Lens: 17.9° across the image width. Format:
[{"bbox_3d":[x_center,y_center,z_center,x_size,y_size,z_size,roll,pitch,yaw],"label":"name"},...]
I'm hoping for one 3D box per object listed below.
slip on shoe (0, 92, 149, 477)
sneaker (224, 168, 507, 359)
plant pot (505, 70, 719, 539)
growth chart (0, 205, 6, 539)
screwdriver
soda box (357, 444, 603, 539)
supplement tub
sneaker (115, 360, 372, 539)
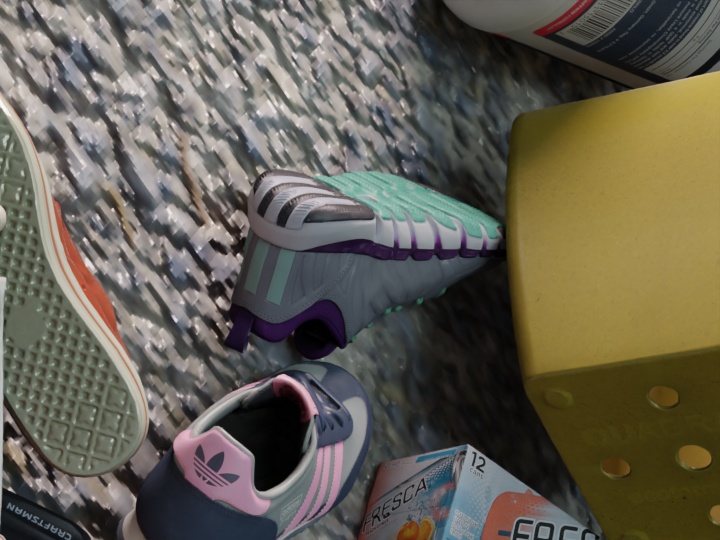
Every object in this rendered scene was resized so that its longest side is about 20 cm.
[{"bbox_3d":[-0.153,-0.003,0.991,0.200,0.074,0.061,61,2,-1],"label":"slip on shoe"},{"bbox_3d":[0.000,0.000,1.148,0.200,0.074,0.088,4,112,-53],"label":"sneaker"},{"bbox_3d":[0.183,0.033,1.161,0.200,0.199,0.177,59,35,-33],"label":"plant pot"},{"bbox_3d":[-0.204,0.056,0.925,0.144,0.018,0.201,-2,85,-25],"label":"growth chart"},{"bbox_3d":[-0.085,0.144,0.978,0.200,0.028,0.029,30,18,-2],"label":"screwdriver"},{"bbox_3d":[0.090,0.165,1.171,0.200,0.068,0.064,36,57,-31],"label":"soda box"},{"bbox_3d":[0.147,-0.177,1.268,0.200,0.140,0.141,16,69,-41],"label":"supplement tub"},{"bbox_3d":[-0.033,0.076,1.035,0.070,0.082,0.200,36,29,6],"label":"sneaker"}]
